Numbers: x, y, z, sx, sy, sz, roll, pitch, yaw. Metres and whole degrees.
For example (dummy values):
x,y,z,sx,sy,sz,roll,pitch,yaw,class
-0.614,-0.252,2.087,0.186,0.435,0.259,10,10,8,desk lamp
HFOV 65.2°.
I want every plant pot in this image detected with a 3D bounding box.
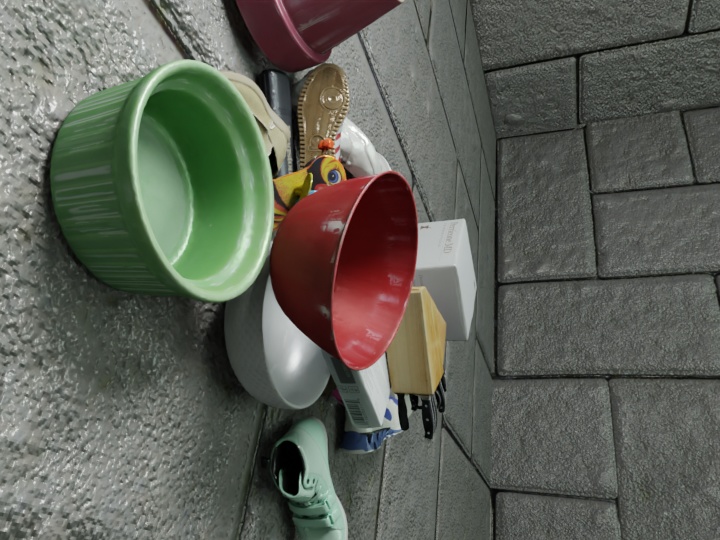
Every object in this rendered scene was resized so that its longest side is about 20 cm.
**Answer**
x,y,z,sx,sy,sz,roll,pitch,yaw,class
-0.045,-0.379,0.724,0.200,0.177,0.203,-11,90,-69,plant pot

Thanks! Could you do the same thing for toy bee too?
x,y,z,sx,sy,sz,roll,pitch,yaw,class
-0.063,-0.102,0.688,0.199,0.130,0.110,-11,99,-41,toy bee

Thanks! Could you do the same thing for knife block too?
x,y,z,sx,sy,sz,roll,pitch,yaw,class
0.077,0.138,0.804,0.200,0.063,0.177,54,39,-55,knife block

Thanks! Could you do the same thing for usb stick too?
x,y,z,sx,sy,sz,roll,pitch,yaw,class
-0.108,-0.167,0.761,0.055,0.032,0.203,-16,102,-70,usb stick

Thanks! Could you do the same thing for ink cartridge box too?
x,y,z,sx,sy,sz,roll,pitch,yaw,class
0.013,0.091,0.797,0.201,0.056,0.164,-74,153,-47,ink cartridge box

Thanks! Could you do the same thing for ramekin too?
x,y,z,sx,sy,sz,roll,pitch,yaw,class
-0.166,-0.071,0.496,0.200,0.097,0.203,-3,90,-69,ramekin

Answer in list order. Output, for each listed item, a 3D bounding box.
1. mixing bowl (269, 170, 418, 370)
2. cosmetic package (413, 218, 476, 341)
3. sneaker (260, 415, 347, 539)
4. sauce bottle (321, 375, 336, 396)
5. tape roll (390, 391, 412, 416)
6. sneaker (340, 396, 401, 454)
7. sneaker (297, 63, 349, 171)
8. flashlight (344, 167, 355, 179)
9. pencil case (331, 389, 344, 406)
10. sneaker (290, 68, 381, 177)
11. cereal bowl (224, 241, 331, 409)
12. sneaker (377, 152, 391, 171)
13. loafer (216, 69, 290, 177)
x,y,z,sx,sy,sz,roll,pitch,yaw,class
-0.024,-0.007,0.591,0.200,0.107,0.202,-34,129,-55,mixing bowl
0.105,0.020,1.068,0.168,0.198,0.168,-65,145,-53,cosmetic package
-0.073,0.299,0.718,0.118,0.073,0.203,10,68,-76,sneaker
-0.042,0.107,0.846,0.200,0.065,0.067,-62,143,-64,sauce bottle
0.083,0.214,1.211,0.202,0.037,0.206,-4,90,-70,tape roll
0.025,0.234,0.989,0.199,0.080,0.117,-9,97,-68,sneaker
-0.053,-0.180,0.805,0.112,0.070,0.203,104,-9,-86,sneaker
-0.042,-0.100,0.890,0.068,0.067,0.201,-51,-158,46,flashlight
0.005,0.131,0.944,0.094,0.091,0.201,45,35,-12,pencil case
-0.046,-0.199,0.867,0.089,0.075,0.201,-49,120,-22,sneaker
-0.101,0.063,0.672,0.200,0.082,0.203,-4,90,-69,cereal bowl
0.015,-0.136,1.028,0.082,0.074,0.202,35,50,-56,sneaker
-0.132,-0.158,0.633,0.200,0.075,0.069,21,62,-68,loafer
